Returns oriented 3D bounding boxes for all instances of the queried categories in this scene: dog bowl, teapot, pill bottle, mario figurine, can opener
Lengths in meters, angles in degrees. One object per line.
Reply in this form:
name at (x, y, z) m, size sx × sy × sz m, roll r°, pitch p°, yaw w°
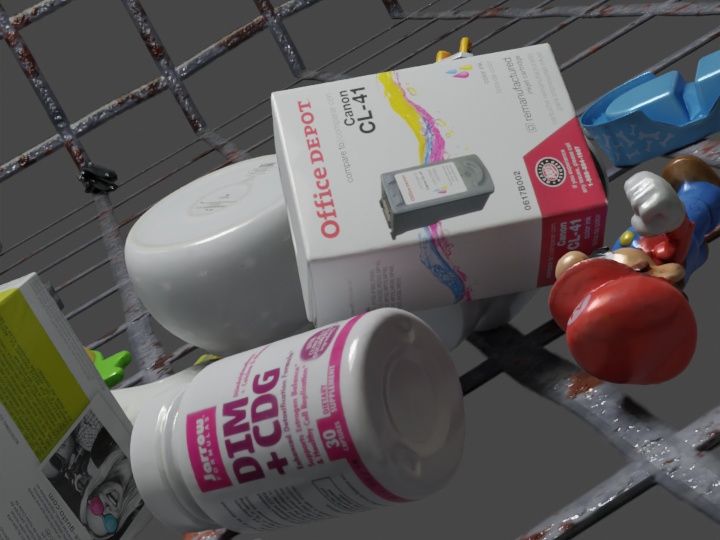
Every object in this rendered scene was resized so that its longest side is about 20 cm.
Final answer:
dog bowl at (0.289, -0.150, 1.222) m, size 0.198 × 0.050 × 0.112 m, roll -23°, pitch 16°, yaw 25°
teapot at (-0.092, 0.006, 1.163) m, size 0.195 × 0.148 × 0.200 m, roll -22°, pitch 23°, yaw -1°
pill bottle at (-0.043, 0.101, 0.883) m, size 0.198 × 0.114 × 0.113 m, roll -19°, pitch 17°, yaw 35°
mario figurine at (0.161, -0.009, 0.862) m, size 0.105 × 0.125 × 0.200 m, roll -5°, pitch 20°, yaw 29°
can opener at (-0.532, -0.192, 2.888) m, size 0.078 × 0.064 × 0.200 m, roll -32°, pitch 14°, yaw -14°
pill bottle at (0.095, -0.026, 1.048) m, size 0.111 × 0.113 × 0.200 m, roll -13°, pitch 21°, yaw 46°

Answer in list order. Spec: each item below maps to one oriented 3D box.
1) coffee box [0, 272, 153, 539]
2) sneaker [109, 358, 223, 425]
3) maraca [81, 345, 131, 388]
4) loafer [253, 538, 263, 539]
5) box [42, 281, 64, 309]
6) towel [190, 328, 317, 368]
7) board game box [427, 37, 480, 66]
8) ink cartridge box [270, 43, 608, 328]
coffee box at (-0.299, 0.154, 1.013) m, size 0.198 × 0.202 × 0.198 m, roll -19°, pitch 18°, yaw 35°
sneaker at (-0.183, 0.131, 1.124) m, size 0.198 × 0.073 × 0.085 m, roll -27°, pitch 13°, yaw 3°
maraca at (-0.284, 0.117, 1.295) m, size 0.199 × 0.107 × 0.137 m, roll -11°, pitch 30°, yaw 50°
loafer at (-0.110, 0.222, 0.746) m, size 0.199 × 0.063 × 0.072 m, roll -34°, pitch -15°, yaw -35°
box at (-0.511, 0.099, 1.903) m, size 0.198 × 0.049 × 0.162 m, roll -26°, pitch 17°, yaw 13°
towel at (-0.090, 0.089, 1.211) m, size 0.198 × 0.018 × 0.086 m, roll -15°, pitch 26°, yaw 41°
board game box at (0.065, -0.093, 1.179) m, size 0.198 × 0.200 × 0.026 m, roll -18°, pitch 47°, yaw 35°
ink cartridge box at (0.049, -0.058, 0.942) m, size 0.197 × 0.086 × 0.149 m, roll -10°, pitch 57°, yaw -6°
